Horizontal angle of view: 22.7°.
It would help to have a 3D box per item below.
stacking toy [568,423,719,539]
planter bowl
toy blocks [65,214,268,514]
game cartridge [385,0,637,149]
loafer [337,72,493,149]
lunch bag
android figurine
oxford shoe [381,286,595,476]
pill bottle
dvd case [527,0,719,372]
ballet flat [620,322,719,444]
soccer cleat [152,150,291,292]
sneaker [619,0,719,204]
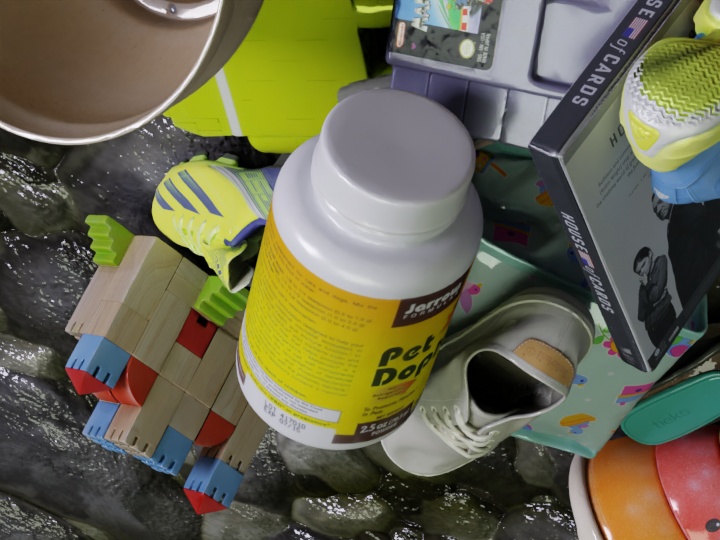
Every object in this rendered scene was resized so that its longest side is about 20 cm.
[{"bbox_3d":[0.250,0.140,1.176,0.200,0.146,0.146,-33,119,25],"label":"stacking toy"},{"bbox_3d":[-0.123,-0.175,0.914,0.200,0.135,0.200,7,107,24],"label":"planter bowl"},{"bbox_3d":[-0.129,0.073,1.205,0.100,0.137,0.200,5,152,50],"label":"toy blocks"},{"bbox_3d":[0.084,-0.158,0.891,0.130,0.038,0.200,11,114,6],"label":"game cartridge"},{"bbox_3d":[0.089,-0.089,0.971,0.200,0.072,0.063,-9,93,12],"label":"loafer"},{"bbox_3d":[0.086,0.009,1.078,0.200,0.122,0.170,19,142,-7],"label":"lunch bag"},{"bbox_3d":[-0.054,-0.133,1.034,0.200,0.041,0.182,2,138,17],"label":"android figurine"},{"bbox_3d":[0.063,0.076,1.028,0.075,0.058,0.200,31,143,-11],"label":"oxford shoe"},{"bbox_3d":[0.000,0.000,0.945,0.109,0.109,0.200,19,140,2],"label":"pill bottle"},{"bbox_3d":[0.160,-0.057,0.923,0.025,0.150,0.200,26,159,35],"label":"dvd case"},{"bbox_3d":[0.240,0.050,1.096,0.200,0.068,0.068,-19,129,37],"label":"ballet flat"},{"bbox_3d":[-0.080,-0.026,1.109,0.065,0.084,0.200,37,159,-31],"label":"soccer cleat"},{"bbox_3d":[0.207,-0.102,0.871,0.076,0.200,0.105,50,165,32],"label":"sneaker"}]
